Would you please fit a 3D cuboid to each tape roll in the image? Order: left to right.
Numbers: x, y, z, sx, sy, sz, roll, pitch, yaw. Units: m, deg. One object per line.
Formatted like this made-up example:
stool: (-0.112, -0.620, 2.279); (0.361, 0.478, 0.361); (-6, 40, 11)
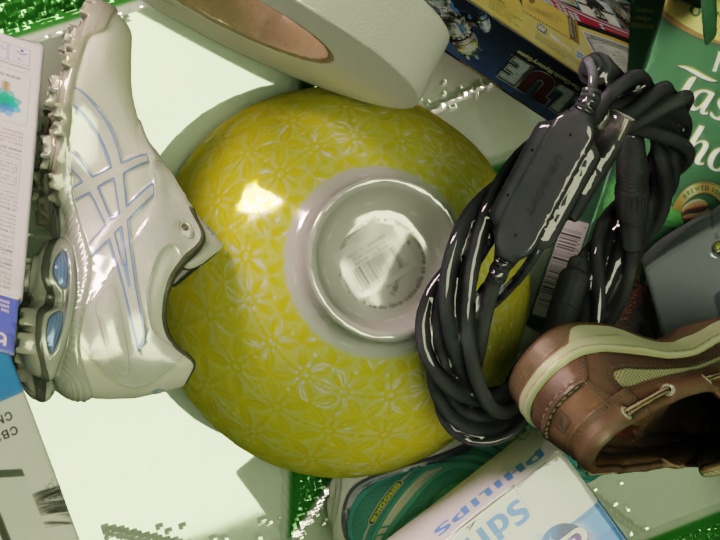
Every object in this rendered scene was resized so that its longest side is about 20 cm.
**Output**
tape roll: (-0.054, -0.138, 1.327); (0.202, 0.203, 0.037); (28, 84, -20)

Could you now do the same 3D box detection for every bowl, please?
bowl: (0.000, 0.000, 1.388); (0.199, 0.108, 0.202); (1, 83, -13)

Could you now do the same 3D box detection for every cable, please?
cable: (0.094, -0.007, 1.363); (0.051, 0.163, 0.201); (28, 96, 24)

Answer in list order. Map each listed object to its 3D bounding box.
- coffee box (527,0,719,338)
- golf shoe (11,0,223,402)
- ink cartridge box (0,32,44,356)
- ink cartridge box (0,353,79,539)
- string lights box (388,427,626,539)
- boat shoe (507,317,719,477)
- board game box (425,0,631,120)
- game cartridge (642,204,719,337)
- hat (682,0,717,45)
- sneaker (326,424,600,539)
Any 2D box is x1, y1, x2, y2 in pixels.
coffee box: (0.177, -0.044, 1.498); (0.122, 0.044, 0.201); (20, 89, -20)
golf shoe: (-0.114, -0.032, 1.361); (0.097, 0.078, 0.201); (6, 75, -7)
ink cartridge box: (-0.212, -0.043, 1.302); (0.119, 0.201, 0.042); (17, 133, -20)
ink cartridge box: (-0.212, 0.135, 1.318); (0.145, 0.084, 0.201); (-23, 95, -26)
string lights box: (0.110, 0.190, 1.393); (0.103, 0.059, 0.200); (-36, 103, -2)
boat shoe: (0.162, 0.072, 1.360); (0.201, 0.075, 0.075); (-2, 131, -39)
board game box: (0.049, -0.165, 1.401); (0.199, 0.136, 0.035); (33, 129, -19)
game cartridge: (0.252, 0.013, 1.443); (0.199, 0.041, 0.134); (-14, 110, 11)
hat: (0.089, -0.206, 1.424); (0.175, 0.166, 0.201); (-3, 59, 8)
sneaker: (0.082, 0.112, 1.460); (0.199, 0.080, 0.078); (-25, 128, -11)
